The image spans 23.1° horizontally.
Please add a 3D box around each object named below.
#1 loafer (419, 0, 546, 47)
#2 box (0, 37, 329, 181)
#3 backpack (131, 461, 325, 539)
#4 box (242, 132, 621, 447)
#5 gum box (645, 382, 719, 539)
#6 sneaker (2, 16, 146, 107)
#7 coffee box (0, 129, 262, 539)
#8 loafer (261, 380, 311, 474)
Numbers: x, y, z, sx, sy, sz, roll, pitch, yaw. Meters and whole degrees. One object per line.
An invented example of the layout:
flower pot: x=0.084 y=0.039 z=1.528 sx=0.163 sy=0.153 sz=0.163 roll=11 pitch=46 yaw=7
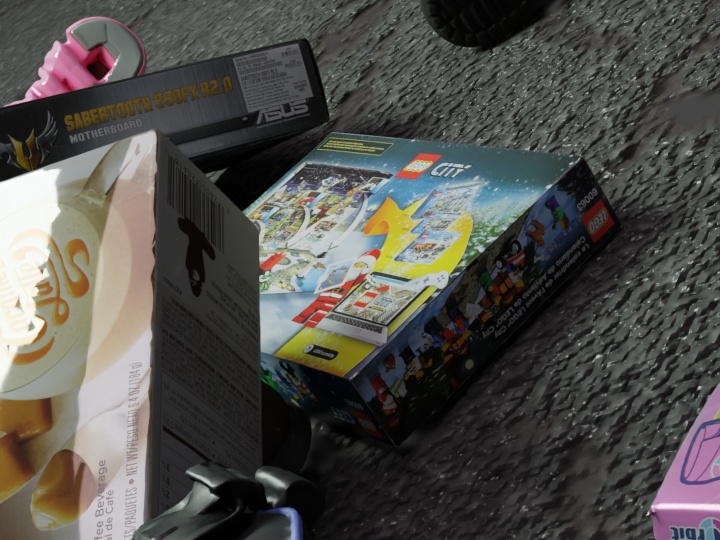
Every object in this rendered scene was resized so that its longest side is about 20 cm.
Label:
loafer: x=0.114 y=-0.203 z=0.956 sx=0.200 sy=0.073 sz=0.071 roll=-31 pitch=25 yaw=12
box: x=-0.138 y=-0.066 z=0.942 sx=0.199 sy=0.049 sz=0.158 roll=-17 pitch=2 yaw=-26
backpack: x=-0.071 y=0.167 z=0.415 sx=0.190 sy=0.154 sz=0.200 roll=-26 pitch=13 yaw=15
box: x=0.000 y=0.000 z=0.765 sx=0.137 sy=0.038 sz=0.200 roll=-42 pitch=26 yaw=-20
gum box: x=0.172 y=0.021 z=0.460 sx=0.113 sy=0.066 sz=0.200 roll=-5 pitch=38 yaw=49
sneaker: x=-0.236 y=-0.095 z=1.267 sx=0.200 sy=0.079 sz=0.095 roll=-41 pitch=1 yaw=-12
coffee box: x=-0.101 y=0.064 z=0.626 sx=0.114 sy=0.080 sz=0.201 roll=-16 pitch=55 yaw=21
loafer: x=-0.118 y=0.077 z=0.732 sx=0.199 sy=0.071 sz=0.073 roll=-22 pitch=30 yaw=20
